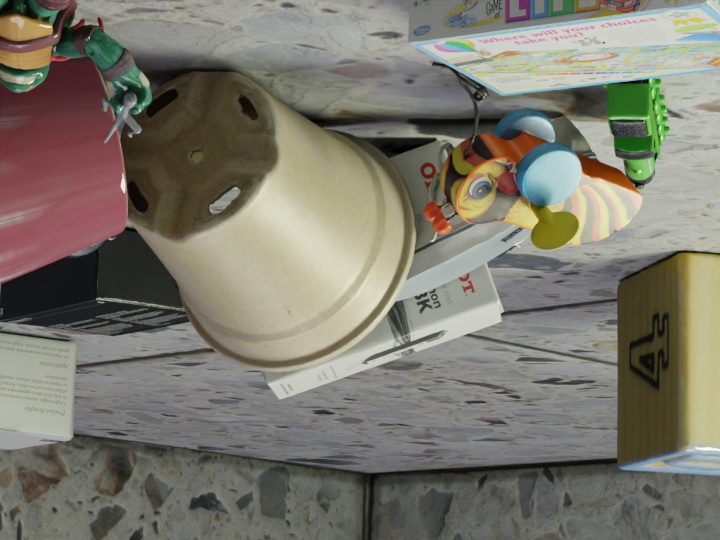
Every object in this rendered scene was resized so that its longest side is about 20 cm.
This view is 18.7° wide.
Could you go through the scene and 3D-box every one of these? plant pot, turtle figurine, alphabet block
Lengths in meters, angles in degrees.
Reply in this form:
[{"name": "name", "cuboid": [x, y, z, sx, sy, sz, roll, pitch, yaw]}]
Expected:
[{"name": "plant pot", "cuboid": [-0.083, -0.050, 1.606, 0.200, 0.201, 0.183, -3, 157, 23]}, {"name": "plant pot", "cuboid": [-0.263, -0.071, 1.510, 0.179, 0.200, 0.200, -12, 173, -15]}, {"name": "turtle figurine", "cuboid": [-0.209, -0.141, 1.333, 0.149, 0.101, 0.200, -11, 155, -9]}, {"name": "alphabet block", "cuboid": [0.378, 0.101, 2.221, 0.195, 0.200, 0.196, 6, 168, -15]}]

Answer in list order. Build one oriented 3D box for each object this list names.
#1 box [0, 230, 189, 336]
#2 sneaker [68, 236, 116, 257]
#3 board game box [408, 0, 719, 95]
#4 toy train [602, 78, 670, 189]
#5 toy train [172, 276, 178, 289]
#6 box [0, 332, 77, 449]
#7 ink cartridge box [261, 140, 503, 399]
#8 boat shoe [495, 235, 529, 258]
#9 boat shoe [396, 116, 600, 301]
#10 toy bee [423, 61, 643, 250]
[{"name": "box", "cuboid": [-0.255, 0.013, 2.196, 0.141, 0.079, 0.200, 6, 169, -37]}, {"name": "sneaker", "cuboid": [-0.212, -0.050, 1.689, 0.077, 0.085, 0.200, -6, -168, -10]}, {"name": "board game box", "cuboid": [0.149, -0.153, 1.376, 0.200, 0.034, 0.134, -4, 168, 29]}, {"name": "toy train", "cuboid": [0.197, -0.104, 1.562, 0.042, 0.057, 0.200, 0, 169, 11]}, {"name": "toy train", "cuboid": [-0.144, -0.020, 1.777, 0.034, 0.200, 0.046, -40, 134, 9]}, {"name": "box", "cuboid": [-0.500, 0.155, 2.834, 0.199, 0.131, 0.200, 10, 166, -34]}, {"name": "ink cartridge box", "cuboid": [0.000, 0.000, 1.758, 0.200, 0.145, 0.084, -19, 168, 0]}, {"name": "boat shoe", "cuboid": [0.129, -0.044, 1.864, 0.072, 0.068, 0.200, 12, 164, -37]}, {"name": "boat shoe", "cuboid": [0.083, -0.056, 1.670, 0.202, 0.086, 0.075, -33, 163, 17]}, {"name": "toy bee", "cuboid": [0.100, -0.066, 1.560, 0.200, 0.109, 0.131, 37, -164, -15]}]
